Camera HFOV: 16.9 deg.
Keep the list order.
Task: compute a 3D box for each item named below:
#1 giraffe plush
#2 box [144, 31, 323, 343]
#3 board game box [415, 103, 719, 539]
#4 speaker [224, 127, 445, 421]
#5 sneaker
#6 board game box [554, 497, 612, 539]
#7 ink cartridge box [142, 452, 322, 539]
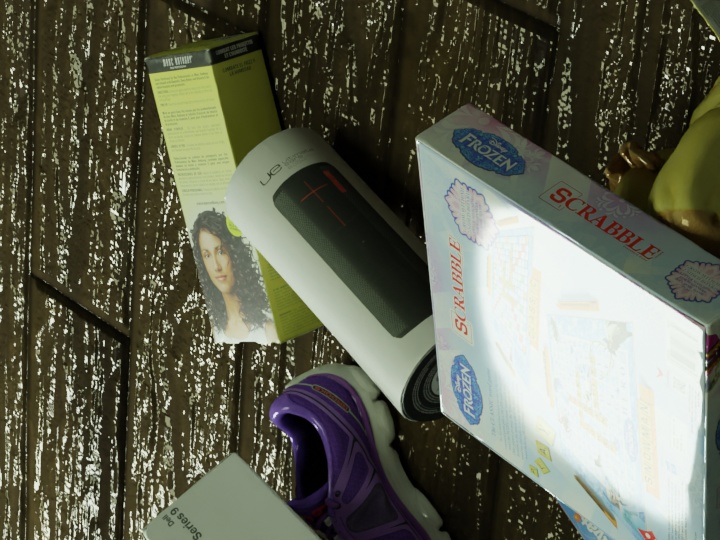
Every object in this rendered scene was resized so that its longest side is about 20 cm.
[{"bbox_3d":[0.184,-0.023,1.248,0.162,0.172,0.201,-44,65,56],"label":"giraffe plush"},{"bbox_3d":[-0.082,-0.053,1.605,0.075,0.050,0.201,-3,104,49],"label":"box"},{"bbox_3d":[0.114,0.042,1.219,0.199,0.041,0.201,36,147,36],"label":"board game box"},{"bbox_3d":[0.000,0.000,1.497,0.200,0.081,0.081,48,137,33],"label":"speaker"},{"bbox_3d":[-0.006,0.164,1.591,0.081,0.083,0.201,-30,85,50],"label":"sneaker"},{"bbox_3d":[0.138,0.097,1.449,0.200,0.019,0.103,55,137,15],"label":"board game box"},{"bbox_3d":[-0.043,0.233,1.585,0.146,0.084,0.200,41,166,36],"label":"ink cartridge box"}]
